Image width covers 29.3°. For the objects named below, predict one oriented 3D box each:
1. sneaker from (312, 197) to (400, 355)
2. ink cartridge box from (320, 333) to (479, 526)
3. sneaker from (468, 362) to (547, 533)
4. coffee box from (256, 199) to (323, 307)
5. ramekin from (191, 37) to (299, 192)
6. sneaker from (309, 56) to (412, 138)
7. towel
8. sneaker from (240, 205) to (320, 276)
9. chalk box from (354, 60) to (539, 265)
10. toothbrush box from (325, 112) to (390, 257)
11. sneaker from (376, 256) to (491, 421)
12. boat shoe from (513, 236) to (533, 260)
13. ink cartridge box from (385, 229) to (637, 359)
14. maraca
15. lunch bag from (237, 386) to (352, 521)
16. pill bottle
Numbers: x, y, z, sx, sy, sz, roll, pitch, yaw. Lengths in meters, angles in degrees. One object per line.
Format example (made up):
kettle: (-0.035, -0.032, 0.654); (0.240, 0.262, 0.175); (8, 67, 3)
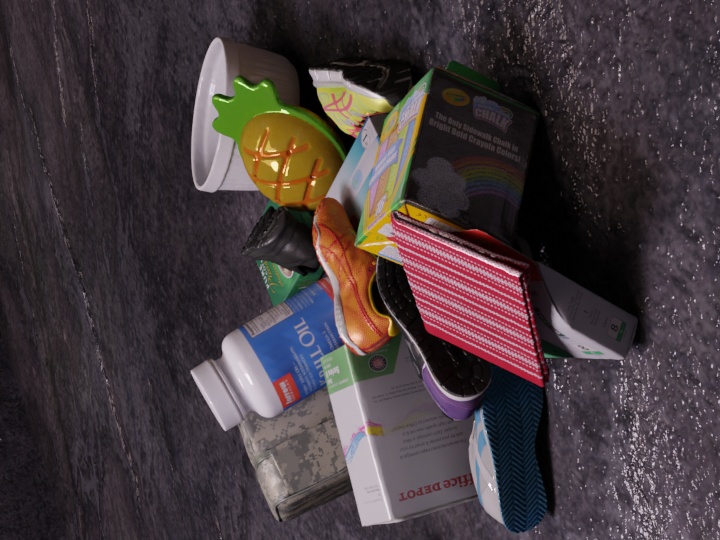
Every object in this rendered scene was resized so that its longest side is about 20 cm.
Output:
sneaker: (0.000, 0.000, 1.511); (0.073, 0.077, 0.201); (39, -153, -56)
ink cartridge box: (0.054, 0.172, 1.548); (0.087, 0.144, 0.201); (-33, 71, 61)
sneaker: (0.146, 0.170, 1.451); (0.081, 0.076, 0.202); (-161, 66, -65)
coffee box: (-0.088, -0.043, 1.853); (0.124, 0.044, 0.200); (65, 149, 24)
ramekin: (-0.150, -0.198, 1.803); (0.200, 0.104, 0.202); (-174, 90, -72)
sneaker: (0.008, -0.194, 1.591); (0.200, 0.078, 0.091); (-151, 48, -64)
towel: (0.104, 0.027, 1.270); (0.144, 0.023, 0.200); (24, 156, 27)
sneaker: (-0.094, -0.029, 1.742); (0.076, 0.090, 0.200); (-58, 12, -2)
chalk box: (0.089, -0.109, 1.363); (0.124, 0.124, 0.201); (-41, 30, 59)
toothbrush box: (0.039, -0.065, 1.557); (0.147, 0.085, 0.200); (66, 152, 21)
sneaker: (0.065, 0.065, 1.425); (0.088, 0.075, 0.201); (98, 153, -58)
boat shoe: (0.108, 0.011, 1.473); (0.200, 0.067, 0.072); (-33, 72, 63)
ink cartridge box: (0.133, 0.026, 1.288); (0.161, 0.199, 0.050); (-3, 65, 59)
maraca: (-0.094, -0.151, 1.670); (0.200, 0.107, 0.137); (45, 129, -16)
lunch bag: (-0.052, 0.188, 1.693); (0.169, 0.199, 0.139); (62, 171, 18)
pill bottle: (-0.093, 0.103, 1.617); (0.113, 0.199, 0.112); (56, 169, 16)
